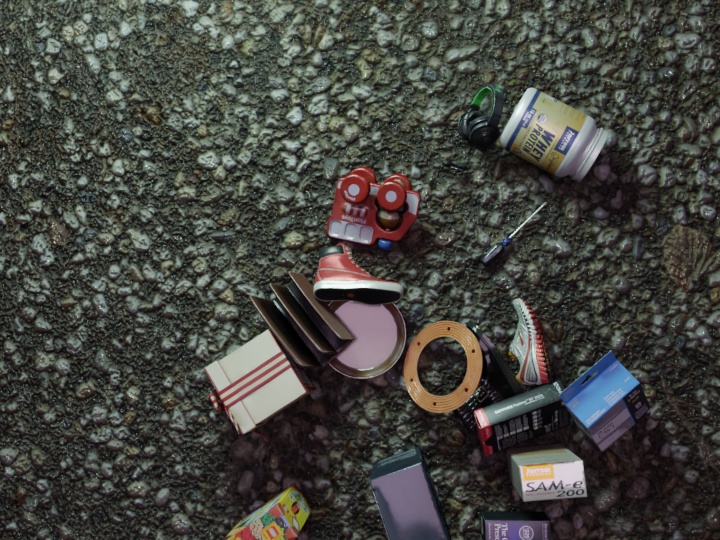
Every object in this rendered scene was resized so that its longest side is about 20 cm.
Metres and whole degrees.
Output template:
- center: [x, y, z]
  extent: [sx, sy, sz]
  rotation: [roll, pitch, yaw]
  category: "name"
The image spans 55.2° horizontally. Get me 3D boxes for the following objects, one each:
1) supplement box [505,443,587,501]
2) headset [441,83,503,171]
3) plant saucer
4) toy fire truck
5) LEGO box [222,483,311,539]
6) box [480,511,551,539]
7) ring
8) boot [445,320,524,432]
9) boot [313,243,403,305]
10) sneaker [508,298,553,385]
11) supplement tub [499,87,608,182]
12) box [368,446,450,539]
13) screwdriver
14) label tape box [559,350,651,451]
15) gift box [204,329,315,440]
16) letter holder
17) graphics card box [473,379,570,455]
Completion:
- center: [0.378, 0.414, 1.421]
  extent: [0.126, 0.200, 0.074]
  rotation: [-6, 84, 5]
  category: "supplement box"
- center: [0.251, -0.319, 1.539]
  extent: [0.094, 0.124, 0.201]
  rotation: [10, 111, -19]
  category: "headset"
- center: [0.004, 0.143, 1.562]
  extent: [0.200, 0.032, 0.201]
  rotation: [0, 85, 5]
  category: "plant saucer"
- center: [0.030, -0.135, 1.558]
  extent: [0.199, 0.112, 0.168]
  rotation: [12, 110, 6]
  category: "toy fire truck"
- center: [-0.196, 0.543, 1.457]
  extent: [0.149, 0.200, 0.077]
  rotation: [-34, 84, 1]
  category: "LEGO box"
- center: [0.333, 0.625, 1.469]
  extent: [0.141, 0.079, 0.201]
  rotation: [-1, 85, 2]
  category: "box"
- center: [0.180, 0.209, 1.499]
  extent: [0.200, 0.019, 0.201]
  rotation: [-15, 66, 36]
  category: "ring"
- center: [0.244, 0.232, 1.509]
  extent: [0.158, 0.079, 0.211]
  rotation: [-32, 84, 1]
  category: "boot"
- center: [0.000, 0.000, 1.544]
  extent: [0.199, 0.073, 0.145]
  rotation: [5, 53, 0]
  category: "boot"
- center: [0.354, 0.152, 1.494]
  extent: [0.082, 0.078, 0.201]
  rotation: [-19, 58, 24]
  category: "sneaker"
- center: [0.423, -0.294, 1.510]
  extent: [0.200, 0.144, 0.145]
  rotation: [29, 88, 7]
  category: "supplement tub"
- center: [0.106, 0.494, 1.437]
  extent: [0.117, 0.200, 0.197]
  rotation: [-20, 84, 2]
  category: "box"
- center: [0.347, -0.084, 1.552]
  extent: [0.200, 0.029, 0.028]
  rotation: [-44, 83, 5]
  category: "screwdriver"
- center: [0.511, 0.276, 1.428]
  extent: [0.144, 0.200, 0.063]
  rotation: [-41, 43, 0]
  category: "label tape box"
- center: [-0.217, 0.256, 1.494]
  extent: [0.186, 0.185, 0.200]
  rotation: [-31, 77, -1]
  category: "gift box"
- center: [-0.131, 0.104, 1.496]
  extent: [0.101, 0.142, 0.200]
  rotation: [-43, 71, 10]
  category: "letter holder"
- center: [0.345, 0.314, 1.465]
  extent: [0.199, 0.126, 0.051]
  rotation: [-20, 45, 0]
  category: "graphics card box"
